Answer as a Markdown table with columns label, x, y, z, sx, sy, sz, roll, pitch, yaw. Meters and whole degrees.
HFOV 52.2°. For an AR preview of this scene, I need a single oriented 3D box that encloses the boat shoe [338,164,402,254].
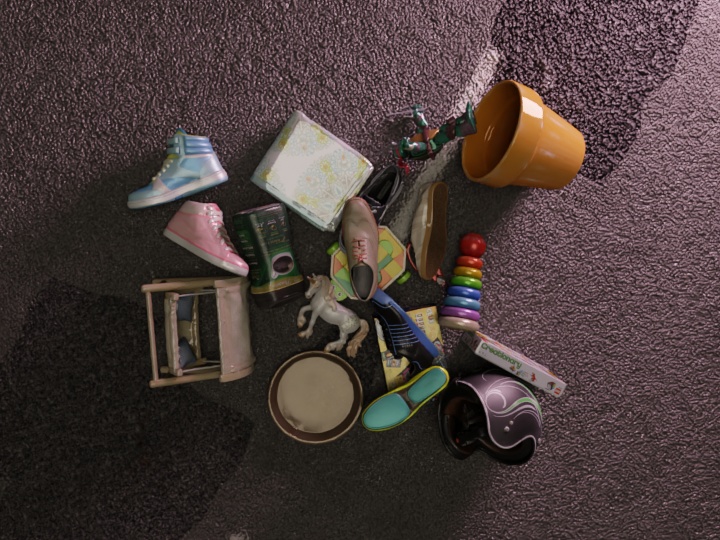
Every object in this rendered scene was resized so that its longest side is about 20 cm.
| label | x | y | z | sx | sy | sz | roll | pitch | yaw |
| --- | --- | --- | --- | --- | --- | --- | --- | --- | --- |
| boat shoe | 0.020 | -0.121 | 1.453 | 0.072 | 0.068 | 0.200 | 33 | 78 | 14 |

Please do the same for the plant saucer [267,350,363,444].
| label | x | y | z | sx | sy | sz | roll | pitch | yaw |
| --- | --- | --- | --- | --- | --- | --- | --- | --- | --- |
| plant saucer | -0.094 | 0.263 | 1.537 | 0.199 | 0.029 | 0.201 | 0 | 96 | -4 |

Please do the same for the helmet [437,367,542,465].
| label | x | y | z | sx | sy | sz | roll | pitch | yaw |
| --- | --- | --- | --- | --- | --- | --- | --- | --- | --- |
| helmet | 0.271 | 0.296 | 1.489 | 0.190 | 0.200 | 0.201 | 3 | 98 | -36 |

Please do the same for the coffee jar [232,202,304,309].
| label | x | y | z | sx | sy | sz | roll | pitch | yaw |
| --- | --- | --- | --- | --- | --- | --- | --- | --- | --- |
| coffee jar | -0.179 | -0.027 | 1.459 | 0.104 | 0.085 | 0.201 | -19 | 99 | -38 |

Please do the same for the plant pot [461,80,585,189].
| label | x | y | z | sx | sy | sz | roll | pitch | yaw |
| --- | --- | --- | --- | --- | --- | --- | --- | --- | --- |
| plant pot | 0.328 | -0.244 | 1.438 | 0.183 | 0.200 | 0.201 | 16 | 96 | -21 |

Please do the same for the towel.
| label | x | y | z | sx | sy | sz | roll | pitch | yaw |
| --- | --- | --- | --- | --- | --- | --- | --- | --- | --- |
| towel | -0.095 | -0.194 | 1.474 | 0.200 | 0.048 | 0.171 | 34 | 90 | -7 |

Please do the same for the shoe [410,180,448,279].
| label | x | y | z | sx | sy | sz | roll | pitch | yaw |
| --- | --- | --- | --- | --- | --- | --- | --- | --- | --- |
| shoe | 0.138 | -0.082 | 1.497 | 0.070 | 0.053 | 0.201 | 4 | 93 | -48 |

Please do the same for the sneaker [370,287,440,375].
| label | x | y | z | sx | sy | sz | roll | pitch | yaw |
| --- | --- | --- | --- | --- | --- | --- | --- | --- | --- |
| sneaker | 0.072 | 0.123 | 1.477 | 0.078 | 0.070 | 0.200 | -43 | 98 | -4 |

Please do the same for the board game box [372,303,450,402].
| label | x | y | z | sx | sy | sz | roll | pitch | yaw |
| --- | --- | --- | --- | --- | --- | --- | --- | --- | --- |
| board game box | 0.109 | 0.180 | 1.539 | 0.135 | 0.035 | 0.201 | -11 | 97 | -3 |

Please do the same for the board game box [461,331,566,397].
| label | x | y | z | sx | sy | sz | roll | pitch | yaw |
| --- | --- | --- | --- | --- | --- | --- | --- | --- | --- |
| board game box | 0.312 | 0.186 | 1.510 | 0.200 | 0.126 | 0.035 | 28 | 94 | -8 |

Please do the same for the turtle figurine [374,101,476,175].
| label | x | y | z | sx | sy | sz | roll | pitch | yaw |
| --- | --- | --- | --- | --- | --- | --- | --- | --- | --- |
| turtle figurine | 0.128 | -0.268 | 1.450 | 0.199 | 0.150 | 0.101 | -17 | 131 | 16 |

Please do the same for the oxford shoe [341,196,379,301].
| label | x | y | z | sx | sy | sz | roll | pitch | yaw |
| --- | --- | --- | --- | --- | --- | --- | --- | --- | --- |
| oxford shoe | 0.004 | -0.038 | 1.397 | 0.070 | 0.075 | 0.201 | -9 | 102 | 2 |

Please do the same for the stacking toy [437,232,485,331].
| label | x | y | z | sx | sy | sz | roll | pitch | yaw |
| --- | --- | --- | --- | --- | --- | --- | --- | --- | --- |
| stacking toy | 0.214 | 0.021 | 1.505 | 0.085 | 0.085 | 0.201 | 10 | 83 | -6 |

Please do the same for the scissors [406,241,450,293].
| label | x | y | z | sx | sy | sz | roll | pitch | yaw |
| --- | --- | --- | --- | --- | --- | --- | --- | --- | --- |
| scissors | 0.161 | 0.023 | 1.538 | 0.073 | 0.014 | 0.201 | -26 | 99 | -4 |

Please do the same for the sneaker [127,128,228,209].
| label | x | y | z | sx | sy | sz | roll | pitch | yaw |
| --- | --- | --- | --- | --- | --- | --- | --- | --- | --- |
| sneaker | -0.373 | -0.202 | 1.436 | 0.199 | 0.080 | 0.131 | -21 | 100 | -11 |

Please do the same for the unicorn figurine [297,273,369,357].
| label | x | y | z | sx | sy | sz | roll | pitch | yaw |
| --- | --- | --- | --- | --- | --- | --- | --- | --- | --- |
| unicorn figurine | -0.068 | 0.088 | 1.488 | 0.200 | 0.074 | 0.138 | 28 | 110 | -27 |

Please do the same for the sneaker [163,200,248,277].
| label | x | y | z | sx | sy | sz | roll | pitch | yaw |
| --- | --- | --- | --- | --- | --- | --- | --- | --- | --- |
| sneaker | -0.286 | -0.071 | 1.436 | 0.200 | 0.075 | 0.105 | 29 | 88 | 20 |

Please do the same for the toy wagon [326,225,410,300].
| label | x | y | z | sx | sy | sz | roll | pitch | yaw |
| --- | --- | --- | --- | --- | --- | --- | --- | --- | --- |
| toy wagon | 0.000 | 0.000 | 1.507 | 0.200 | 0.040 | 0.155 | -42 | 98 | 1 |

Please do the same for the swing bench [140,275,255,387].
| label | x | y | z | sx | sy | sz | roll | pitch | yaw |
| --- | --- | --- | --- | --- | --- | --- | --- | --- | --- |
| swing bench | -0.313 | 0.114 | 1.451 | 0.199 | 0.130 | 0.200 | -4 | 97 | -4 |

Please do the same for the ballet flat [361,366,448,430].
| label | x | y | z | sx | sy | sz | roll | pitch | yaw |
| --- | --- | --- | --- | --- | --- | --- | --- | --- | --- |
| ballet flat | 0.094 | 0.262 | 1.496 | 0.200 | 0.067 | 0.067 | -33 | 83 | 0 |
